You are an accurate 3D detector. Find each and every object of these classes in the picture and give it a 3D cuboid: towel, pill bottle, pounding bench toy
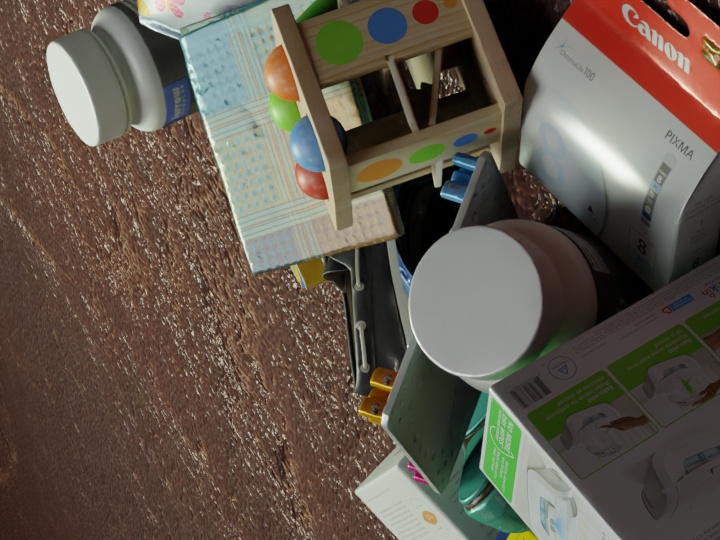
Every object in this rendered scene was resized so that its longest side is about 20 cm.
[{"bbox_3d":[-0.054,-0.107,1.470,0.146,0.022,0.202,-14,97,32],"label":"towel"},{"bbox_3d":[-0.163,-0.189,1.675,0.114,0.199,0.114,47,153,34],"label":"pill bottle"},{"bbox_3d":[0.116,0.028,1.278,0.116,0.116,0.199,54,-160,21],"label":"pill bottle"},{"bbox_3d":[0.004,-0.155,1.358,0.124,0.155,0.202,85,166,-71],"label":"pounding bench toy"}]

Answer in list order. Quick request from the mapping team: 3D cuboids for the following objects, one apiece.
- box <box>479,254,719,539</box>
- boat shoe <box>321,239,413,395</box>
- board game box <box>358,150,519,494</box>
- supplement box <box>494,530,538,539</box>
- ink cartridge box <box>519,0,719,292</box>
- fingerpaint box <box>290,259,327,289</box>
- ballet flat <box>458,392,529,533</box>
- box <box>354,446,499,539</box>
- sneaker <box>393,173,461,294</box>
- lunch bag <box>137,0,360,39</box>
[{"bbox_3d":[0.204,0.110,1.189,0.177,0.199,0.097,48,154,30],"label":"box"},{"bbox_3d":[0.000,0.000,1.504,0.074,0.060,0.202,107,149,-74],"label":"boat shoe"},{"bbox_3d":[0.063,0.040,1.372,0.026,0.202,0.200,16,165,19],"label":"board game box"},{"bbox_3d":[0.164,0.279,1.389,0.109,0.109,0.200,27,-173,-30],"label":"supplement box"},{"bbox_3d":[0.168,-0.102,1.238,0.160,0.047,0.201,48,155,35],"label":"ink cartridge box"},{"bbox_3d":[-0.055,-0.076,1.649,0.200,0.073,0.168,-145,30,-85],"label":"fingerpaint box"},{"bbox_3d":[0.111,0.130,1.471,0.070,0.067,0.201,36,-151,-18],"label":"ballet flat"},{"bbox_3d":[0.109,0.210,1.576,0.200,0.097,0.124,47,157,0],"label":"box"},{"bbox_3d":[0.069,0.017,1.545,0.111,0.076,0.202,-159,53,-72],"label":"sneaker"},{"bbox_3d":[-0.072,-0.254,1.503,0.199,0.127,0.171,22,139,24],"label":"lunch bag"}]
